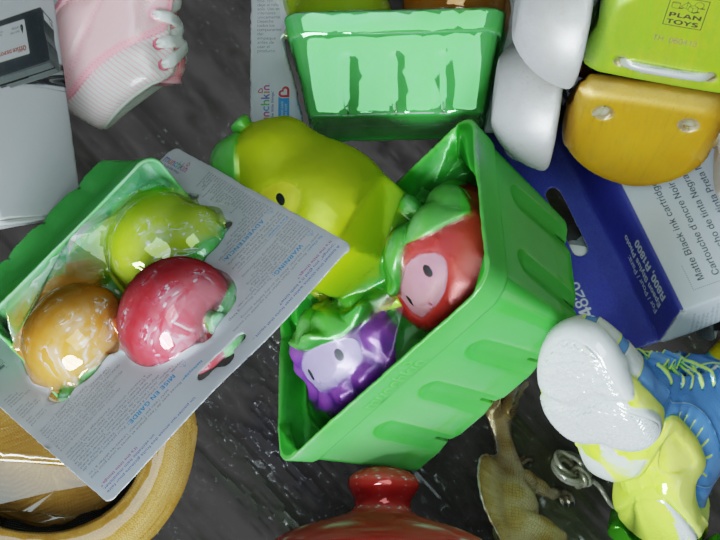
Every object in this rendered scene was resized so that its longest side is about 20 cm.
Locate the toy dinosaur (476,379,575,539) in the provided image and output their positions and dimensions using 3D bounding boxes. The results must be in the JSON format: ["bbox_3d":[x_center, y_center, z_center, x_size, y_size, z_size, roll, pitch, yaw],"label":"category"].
[{"bbox_3d":[0.097,0.159,1.272,0.058,0.201,0.101,-24,135,20],"label":"toy dinosaur"}]

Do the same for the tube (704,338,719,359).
[{"bbox_3d":[0.278,0.033,1.333,0.077,0.050,0.201,39,92,5],"label":"tube"}]

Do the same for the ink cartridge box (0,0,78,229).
[{"bbox_3d":[-0.255,-0.119,1.247,0.143,0.084,0.202,-8,90,32],"label":"ink cartridge box"}]

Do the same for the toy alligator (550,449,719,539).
[{"bbox_3d":[0.188,0.178,1.313,0.199,0.060,0.054,32,130,-11],"label":"toy alligator"}]

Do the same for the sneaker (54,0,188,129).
[{"bbox_3d":[-0.127,-0.176,1.290,0.104,0.075,0.201,39,94,2],"label":"sneaker"}]

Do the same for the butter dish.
[{"bbox_3d":[0.012,0.190,1.238,0.198,0.200,0.150,1,81,-1],"label":"butter dish"}]

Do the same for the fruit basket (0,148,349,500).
[{"bbox_3d":[-0.116,0.025,1.156,0.185,0.199,0.094,-47,133,-12],"label":"fruit basket"}]

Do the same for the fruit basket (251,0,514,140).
[{"bbox_3d":[0.023,-0.179,1.298,0.183,0.094,0.202,-2,72,2],"label":"fruit basket"}]

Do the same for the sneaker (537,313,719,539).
[{"bbox_3d":[0.167,0.070,1.221,0.075,0.201,0.105,16,58,35],"label":"sneaker"}]

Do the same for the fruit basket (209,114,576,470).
[{"bbox_3d":[0.000,0.000,1.224,0.213,0.217,0.156,1,47,-4],"label":"fruit basket"}]

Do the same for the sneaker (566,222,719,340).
[{"bbox_3d":[0.196,-0.022,1.323,0.198,0.075,0.116,13,62,11],"label":"sneaker"}]

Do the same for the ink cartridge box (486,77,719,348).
[{"bbox_3d":[0.193,-0.062,1.278,0.198,0.041,0.201,-20,62,-8],"label":"ink cartridge box"}]

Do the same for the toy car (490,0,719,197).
[{"bbox_3d":[0.170,-0.140,1.184,0.173,0.200,0.151,9,62,0],"label":"toy car"}]

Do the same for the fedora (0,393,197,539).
[{"bbox_3d":[-0.198,0.096,1.278,0.198,0.082,0.203,0,89,-1],"label":"fedora"}]
